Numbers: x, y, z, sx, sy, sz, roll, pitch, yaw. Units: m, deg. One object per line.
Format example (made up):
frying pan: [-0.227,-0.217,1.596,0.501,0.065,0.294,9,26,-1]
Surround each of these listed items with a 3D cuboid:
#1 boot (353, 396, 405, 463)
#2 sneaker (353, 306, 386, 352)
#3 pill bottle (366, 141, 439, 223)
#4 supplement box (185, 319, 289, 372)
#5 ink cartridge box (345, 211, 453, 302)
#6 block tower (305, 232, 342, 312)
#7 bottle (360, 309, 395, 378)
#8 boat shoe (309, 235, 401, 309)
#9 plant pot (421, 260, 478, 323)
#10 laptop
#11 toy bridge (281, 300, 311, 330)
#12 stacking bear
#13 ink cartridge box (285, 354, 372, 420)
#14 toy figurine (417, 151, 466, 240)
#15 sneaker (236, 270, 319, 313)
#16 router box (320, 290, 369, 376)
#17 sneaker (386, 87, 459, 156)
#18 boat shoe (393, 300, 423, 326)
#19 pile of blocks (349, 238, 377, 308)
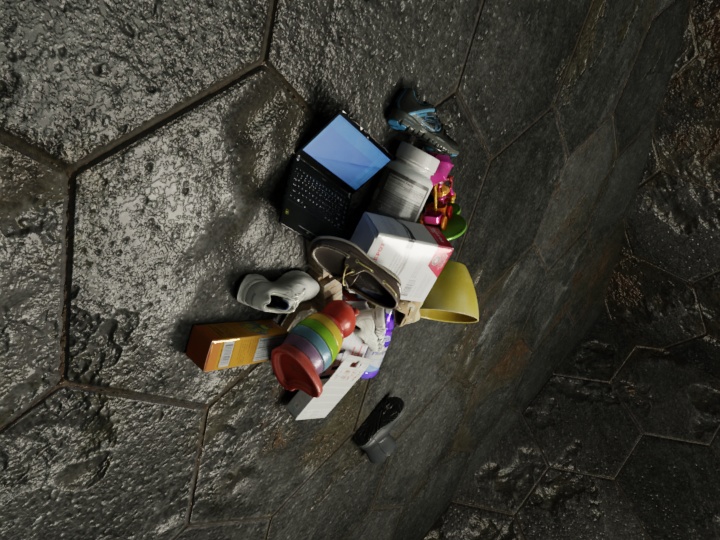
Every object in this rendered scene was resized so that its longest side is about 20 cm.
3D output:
boot: [0.078,0.504,1.759,0.200,0.076,0.169,-44,141,-10]
sneaker: [0.021,0.138,1.319,0.078,0.077,0.202,-3,151,0]
pill bottle: [0.087,-0.164,1.207,0.113,0.113,0.204,11,107,-55]
supplement box: [-0.230,0.139,1.071,0.198,0.066,0.071,3,111,-55]
ink cartridge box: [0.069,-0.024,1.144,0.195,0.084,0.147,9,124,-32]
block tower: [-0.075,0.000,1.176,0.053,0.057,0.204,-32,140,-33]
bottle: [0.040,0.181,1.462,0.082,0.065,0.205,1,115,-52]
boat shoe: [-0.008,0.006,1.037,0.072,0.197,0.060,-50,-163,29]
plant pot: [0.232,0.054,1.534,0.199,0.195,0.147,27,67,-57]
laptop: [-0.040,-0.151,1.029,0.176,0.101,0.206,29,68,-48]
toy bridge: [-0.156,0.152,1.214,0.066,0.027,0.205,-12,125,-47]
stacking bear: [-0.080,0.139,1.133,0.200,0.119,0.116,-45,126,-39]
ink cartridge box: [-0.073,0.273,1.356,0.201,0.047,0.159,-51,155,6]
toy figurine: [0.184,-0.198,1.318,0.201,0.146,0.189,-52,144,-50]
sneaker: [-0.147,0.052,1.092,0.197,0.086,0.076,-8,122,-51]
router box: [-0.037,0.151,1.351,0.177,0.048,0.205,3,113,-54]
sneaker: [0.147,-0.305,1.175,0.197,0.073,0.084,23,88,-38]
boat shoe: [0.109,0.075,1.351,0.063,0.072,0.202,-26,144,-13]
pile of blocks: [0.000,0.000,1.266,0.080,0.063,0.204,-19,125,-8]
